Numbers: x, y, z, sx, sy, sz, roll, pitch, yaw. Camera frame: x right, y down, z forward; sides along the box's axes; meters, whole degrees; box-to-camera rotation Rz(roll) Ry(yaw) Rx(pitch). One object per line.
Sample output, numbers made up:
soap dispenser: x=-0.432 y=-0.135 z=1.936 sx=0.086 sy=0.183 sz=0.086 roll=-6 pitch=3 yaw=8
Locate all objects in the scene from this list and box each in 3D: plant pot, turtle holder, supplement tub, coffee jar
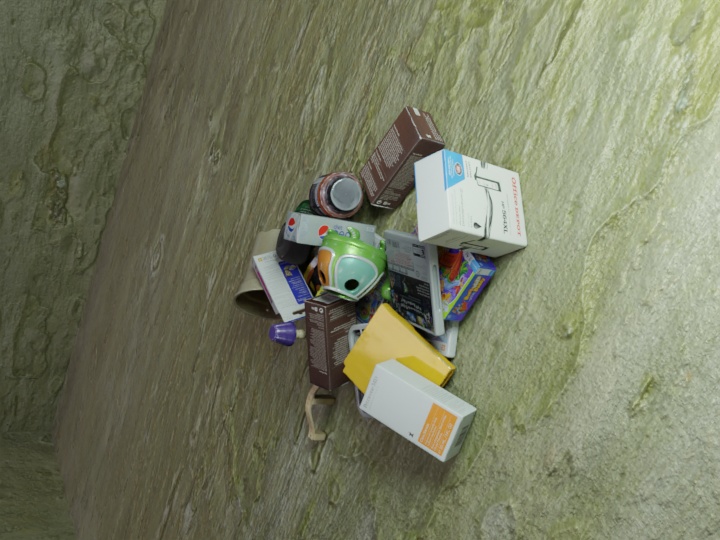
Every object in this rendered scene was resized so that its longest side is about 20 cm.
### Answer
plant pot: x=-0.213 y=0.005 z=1.982 sx=0.200 sy=0.199 sz=0.185 roll=-29 pitch=49 yaw=49
turtle holder: x=-0.010 y=-0.002 z=1.650 sx=0.140 sy=0.185 sz=0.133 roll=8 pitch=74 yaw=41
supplement tub: x=-0.053 y=-0.171 z=1.784 sx=0.200 sy=0.106 sz=0.108 roll=-163 pitch=82 yaw=-76
coffee jar: x=-0.140 y=-0.092 z=1.875 sx=0.200 sy=0.084 sz=0.105 roll=-66 pitch=-6 yaw=-66

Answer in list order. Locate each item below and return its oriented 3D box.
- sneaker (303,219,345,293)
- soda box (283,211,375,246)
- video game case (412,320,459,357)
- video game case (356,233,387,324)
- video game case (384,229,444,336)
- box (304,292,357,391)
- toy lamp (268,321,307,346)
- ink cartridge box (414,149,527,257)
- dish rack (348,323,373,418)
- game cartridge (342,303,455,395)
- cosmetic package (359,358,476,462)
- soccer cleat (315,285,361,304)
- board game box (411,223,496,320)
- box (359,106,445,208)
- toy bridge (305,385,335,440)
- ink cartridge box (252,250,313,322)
sneaker: x=-0.063 y=-0.025 z=1.866 sx=0.090 sy=0.070 sz=0.201 roll=48 pitch=124 yaw=31
soda box: x=-0.067 y=-0.084 z=1.722 sx=0.068 sy=0.198 sz=0.064 roll=16 pitch=97 yaw=56
video game case: x=0.138 y=0.063 z=1.585 sx=0.182 sy=0.023 sz=0.202 roll=7 pitch=89 yaw=55
video game case: x=0.025 y=0.027 z=1.760 sx=0.143 sy=0.018 sz=0.202 roll=38 pitch=115 yaw=51
video game case: x=0.104 y=0.019 z=1.530 sx=0.200 sy=0.023 sz=0.184 roll=-159 pitch=61 yaw=-66
box: x=-0.062 y=0.152 z=1.731 sx=0.074 sy=0.100 sz=0.202 roll=12 pitch=112 yaw=41
toy lamp: x=-0.115 y=0.148 z=1.780 sx=0.058 sy=0.198 sz=0.059 roll=-14 pitch=72 yaw=54
ink cartridge box: x=0.196 y=-0.115 z=1.382 sx=0.084 sy=0.198 sz=0.148 roll=-22 pitch=67 yaw=49
dish rack: x=0.046 y=0.210 z=1.652 sx=0.171 sy=0.043 sz=0.202 roll=-11 pitch=84 yaw=53
game cartridge: x=0.071 y=0.196 z=1.562 sx=0.200 sy=0.032 sz=0.177 roll=43 pitch=113 yaw=26
cosmetic package: x=0.108 y=0.262 z=1.481 sx=0.199 sy=0.071 sz=0.102 roll=28 pitch=106 yaw=27
soccer cleat: x=-0.043 y=0.058 z=1.782 sx=0.200 sy=0.064 sz=0.084 roll=-40 pitch=55 yaw=44
board game box: x=0.166 y=-0.022 z=1.501 sx=0.135 sy=0.044 sz=0.201 roll=-60 pitch=41 yaw=31
box: x=0.085 y=-0.238 z=1.664 sx=0.200 sy=0.074 sz=0.101 roll=-52 pitch=44 yaw=38
toy bridge: x=-0.093 y=0.304 z=1.835 sx=0.027 sy=0.067 sz=0.202 roll=30 pitch=109 yaw=53
ink cartridge box: x=-0.177 y=0.039 z=1.842 sx=0.201 sy=0.094 sz=0.037 roll=60 pitch=153 yaw=29
